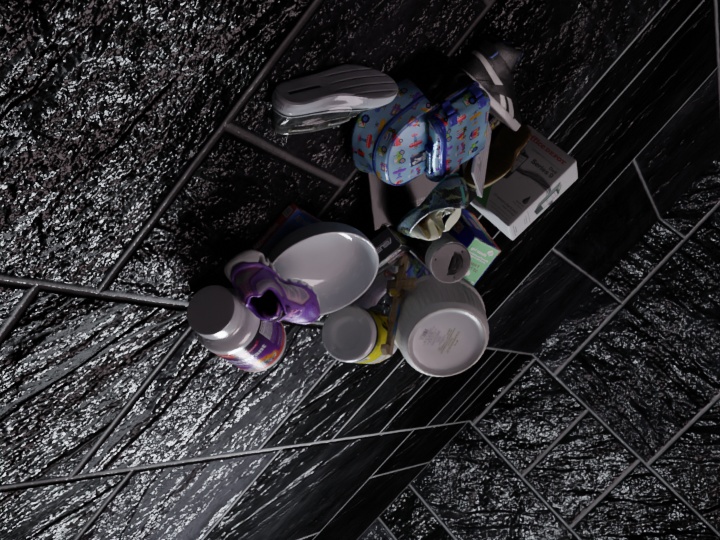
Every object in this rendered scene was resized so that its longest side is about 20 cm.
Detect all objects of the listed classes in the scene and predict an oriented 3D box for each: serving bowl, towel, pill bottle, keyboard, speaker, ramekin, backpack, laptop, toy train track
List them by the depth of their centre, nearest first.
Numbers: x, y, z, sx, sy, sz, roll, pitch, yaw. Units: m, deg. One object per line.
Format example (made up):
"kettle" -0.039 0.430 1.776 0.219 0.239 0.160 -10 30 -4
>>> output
"backpack" 0.088 -0.217 1.149 0.200 0.135 0.183 -34 154 -18
"pill bottle" -0.207 0.095 1.214 0.111 0.111 0.200 -42 155 -3
"serving bowl" -0.073 -0.011 1.228 0.200 0.066 0.200 -14 138 -13
"keyboard" 0.212 -0.210 1.269 0.200 0.011 0.056 -74 152 -44
"laptop" 0.084 -0.143 1.347 0.187 0.116 0.200 -19 119 -17
"speaker" 0.146 -0.043 1.424 0.081 0.200 0.081 -4 109 -11
"toy train track" 0.060 0.066 1.428 0.033 0.115 0.200 14 80 -25
"ramekin" 0.161 0.117 1.450 0.200 0.105 0.200 -3 118 -6
"pill bottle" 0.008 0.136 1.512 0.114 0.114 0.200 -48 160 8
"towel" 0.022 0.028 1.542 0.200 0.034 0.133 -46 156 5

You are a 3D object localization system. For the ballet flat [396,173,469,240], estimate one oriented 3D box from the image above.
"ballet flat" 0.121 -0.088 1.227 0.074 0.074 0.200 -30 171 -28

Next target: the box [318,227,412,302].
"box" 0.000 0.000 1.372 0.200 0.044 0.160 -39 173 8

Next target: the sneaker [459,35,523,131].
"sneaker" 0.253 -0.327 1.259 0.112 0.073 0.200 -51 140 11

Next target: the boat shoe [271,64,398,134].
"boat shoe" -0.041 -0.236 1.019 0.200 0.072 0.071 -15 152 -30

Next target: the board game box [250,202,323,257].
"board game box" -0.102 -0.047 1.260 0.103 0.019 0.200 -45 155 7

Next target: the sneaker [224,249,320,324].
"sneaker" -0.131 0.050 1.149 0.080 0.089 0.200 -37 139 14

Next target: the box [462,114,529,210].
"box" 0.234 -0.232 1.444 0.200 0.048 0.193 -46 151 5

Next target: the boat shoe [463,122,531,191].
"boat shoe" 0.254 -0.201 1.356 0.200 0.073 0.065 -44 159 -31

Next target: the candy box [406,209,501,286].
"candy box" 0.184 -0.019 1.538 0.077 0.169 0.200 23 113 -24

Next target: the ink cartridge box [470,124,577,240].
"ink cartridge box" 0.340 -0.190 1.552 0.200 0.146 0.084 -44 154 -1
